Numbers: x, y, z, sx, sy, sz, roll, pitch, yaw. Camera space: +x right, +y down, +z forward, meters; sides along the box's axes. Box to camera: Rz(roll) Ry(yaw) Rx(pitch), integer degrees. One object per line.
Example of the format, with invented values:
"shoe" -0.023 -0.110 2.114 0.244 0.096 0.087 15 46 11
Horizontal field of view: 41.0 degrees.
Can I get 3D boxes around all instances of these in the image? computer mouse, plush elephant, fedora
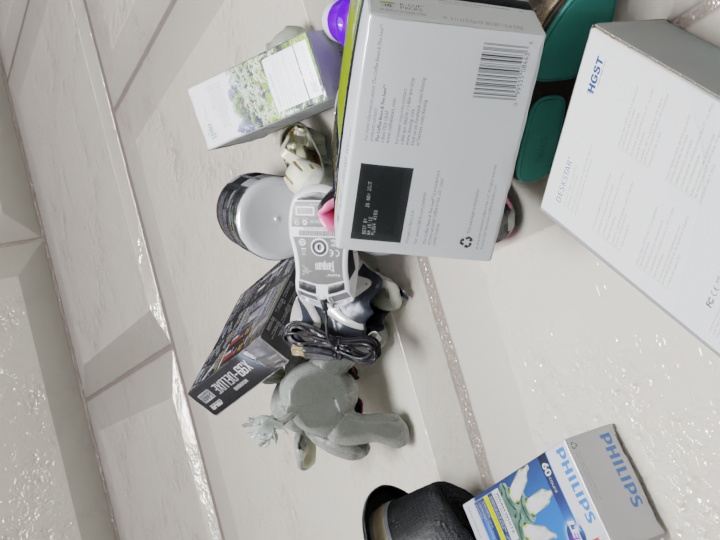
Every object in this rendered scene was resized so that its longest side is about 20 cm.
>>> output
"computer mouse" -0.033 0.002 1.046 0.110 0.044 0.200 4 106 18
"plush elephant" -0.052 0.159 1.195 0.155 0.200 0.165 171 80 -80
"fedora" 0.095 0.294 1.004 0.092 0.201 0.201 -42 58 21

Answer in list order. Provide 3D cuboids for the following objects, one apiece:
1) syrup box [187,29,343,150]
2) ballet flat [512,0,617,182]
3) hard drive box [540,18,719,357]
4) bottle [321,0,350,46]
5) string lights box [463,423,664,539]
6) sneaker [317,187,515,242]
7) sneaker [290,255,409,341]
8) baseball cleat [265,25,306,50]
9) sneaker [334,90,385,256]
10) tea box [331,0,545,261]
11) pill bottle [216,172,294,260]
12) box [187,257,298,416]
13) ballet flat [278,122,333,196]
"syrup box" -0.099 -0.208 1.117 0.200 0.081 0.079 -15 95 39
"ballet flat" 0.146 -0.166 0.788 0.067 0.068 0.200 -117 32 -41
"hard drive box" 0.229 -0.062 0.662 0.200 0.077 0.156 48 140 42
"bottle" 0.027 -0.247 0.969 0.200 0.065 0.084 28 124 55
"string lights box" 0.179 0.227 0.887 0.103 0.059 0.200 67 150 21
"sneaker" 0.047 -0.052 0.925 0.200 0.095 0.079 11 124 29
"sneaker" 0.000 0.000 1.121 0.079 0.129 0.199 58 -140 -55
"baseball cleat" -0.104 -0.213 1.220 0.106 0.070 0.200 65 150 24
"sneaker" 0.027 -0.111 1.013 0.115 0.075 0.200 9 106 62
"tea box" 0.052 -0.145 0.799 0.197 0.134 0.200 -95 12 -54
"pill bottle" -0.131 -0.076 1.267 0.200 0.106 0.106 -157 58 -70
"box" -0.122 0.068 1.209 0.050 0.200 0.158 40 128 -15
"ballet flat" -0.066 -0.114 1.131 0.067 0.064 0.200 -50 29 20
